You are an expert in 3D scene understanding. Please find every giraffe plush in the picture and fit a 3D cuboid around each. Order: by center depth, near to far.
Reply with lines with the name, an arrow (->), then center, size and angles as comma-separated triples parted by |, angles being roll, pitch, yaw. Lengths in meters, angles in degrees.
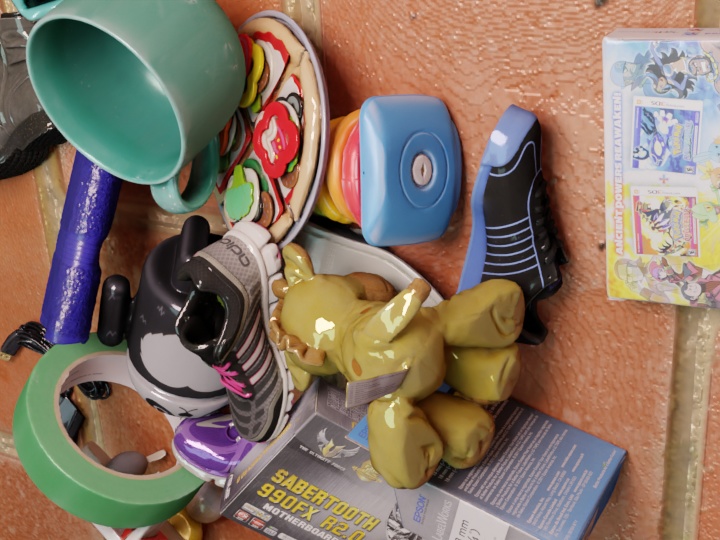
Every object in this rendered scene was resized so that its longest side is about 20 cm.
giraffe plush -> 0.007, 0.059, 0.833 | 0.162, 0.200, 0.173 | 26, 98, 42

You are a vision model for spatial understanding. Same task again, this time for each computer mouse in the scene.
computer mouse -> -0.379, 0.154, 1.246 | 0.140, 0.046, 0.200 | 41, 127, 7

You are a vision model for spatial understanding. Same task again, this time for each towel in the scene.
towel -> -0.249, -0.034, 0.995 | 0.148, 0.049, 0.201 | -163, 85, -70

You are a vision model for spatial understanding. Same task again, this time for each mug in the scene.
mug -> -0.169, -0.153, 0.862 | 0.152, 0.115, 0.185 | 30, 144, 9

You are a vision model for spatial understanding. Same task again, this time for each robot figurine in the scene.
robot figurine -> -0.150, 0.048, 1.005 | 0.150, 0.125, 0.200 | 36, 131, 18

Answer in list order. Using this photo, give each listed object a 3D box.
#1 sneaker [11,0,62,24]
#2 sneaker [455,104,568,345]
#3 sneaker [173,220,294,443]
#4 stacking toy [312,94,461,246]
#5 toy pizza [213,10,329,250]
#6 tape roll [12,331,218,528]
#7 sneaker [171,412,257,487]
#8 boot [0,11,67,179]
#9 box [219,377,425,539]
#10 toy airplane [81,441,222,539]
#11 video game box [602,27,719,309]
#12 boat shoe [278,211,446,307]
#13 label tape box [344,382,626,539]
sneaker -> -0.207, -0.258, 0.856 | 0.078, 0.091, 0.200 | 49, 126, -2
sneaker -> 0.127, -0.030, 0.844 | 0.078, 0.070, 0.201 | 20, 128, 19
sneaker -> -0.109, 0.062, 0.890 | 0.074, 0.087, 0.201 | 26, 128, 42
stacking toy -> -0.024, -0.083, 0.897 | 0.199, 0.110, 0.117 | 4, 99, 41
toy pizza -> -0.088, -0.113, 0.893 | 0.200, 0.032, 0.201 | 5, 96, 56
tape roll -> -0.236, 0.153, 1.062 | 0.200, 0.200, 0.048 | 43, 127, 6
sneaker -> -0.082, 0.158, 1.030 | 0.199, 0.081, 0.084 | 5, 136, 8
boot -> -0.356, -0.170, 1.080 | 0.200, 0.068, 0.131 | -23, 86, 39
box -> -0.001, 0.202, 0.976 | 0.200, 0.048, 0.158 | 31, 122, -19
toy airplane -> -0.202, 0.273, 1.138 | 0.199, 0.141, 0.200 | 19, 145, 56
video game box -> 0.263, -0.068, 0.754 | 0.181, 0.047, 0.201 | 6, 115, 27
boat shoe -> 0.000, 0.000, 0.936 | 0.200, 0.060, 0.076 | 33, 112, 17
label tape box -> 0.102, 0.167, 0.902 | 0.199, 0.144, 0.064 | 24, 125, 20
